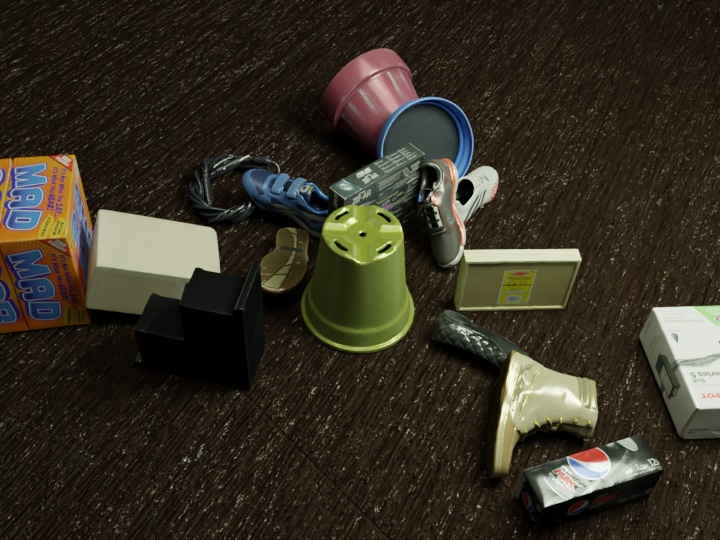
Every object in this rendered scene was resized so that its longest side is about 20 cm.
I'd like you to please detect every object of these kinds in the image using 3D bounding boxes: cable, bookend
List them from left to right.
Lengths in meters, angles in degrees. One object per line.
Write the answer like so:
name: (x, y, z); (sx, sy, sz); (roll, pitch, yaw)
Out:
bookend: (-0.254, 0.072, 1.208); (0.197, 0.200, 0.093); (10, 48, 6)
cable: (-0.254, -0.165, 1.533); (0.161, 0.051, 0.201); (19, 49, 10)

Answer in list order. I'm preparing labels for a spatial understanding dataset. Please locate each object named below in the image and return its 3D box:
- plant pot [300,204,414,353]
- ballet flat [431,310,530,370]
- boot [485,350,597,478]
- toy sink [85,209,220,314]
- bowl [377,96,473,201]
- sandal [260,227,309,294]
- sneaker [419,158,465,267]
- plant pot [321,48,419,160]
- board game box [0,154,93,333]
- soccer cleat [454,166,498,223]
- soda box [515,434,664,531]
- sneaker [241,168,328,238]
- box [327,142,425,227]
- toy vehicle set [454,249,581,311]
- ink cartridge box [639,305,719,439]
plant pot: (0.000, 0.000, 1.306); (0.197, 0.186, 0.202); (2, 46, -2)
ballet flat: (0.209, 0.133, 1.302); (0.199, 0.057, 0.066); (31, 24, 17)
boot: (0.274, 0.233, 1.187); (0.154, 0.073, 0.202); (19, 57, 1)
toy sink: (-0.347, -0.004, 1.318); (0.198, 0.113, 0.131); (8, 44, -24)
bowl: (0.124, -0.237, 1.537); (0.198, 0.203, 0.039); (-14, 25, -17)
sandal: (-0.132, -0.010, 1.402); (0.079, 0.055, 0.201); (12, 32, -1)
sneaker: (0.134, -0.105, 1.434); (0.081, 0.076, 0.203); (2, 79, -47)
plant pot: (0.047, -0.319, 1.619); (0.199, 0.201, 0.180); (-26, 68, -26)
board game box: (-0.555, -0.042, 1.291); (0.197, 0.201, 0.201); (-5, 47, -10)
soccer cleat: (0.217, -0.157, 1.538); (0.068, 0.086, 0.200); (28, 51, 21)
soda box: (0.325, 0.301, 1.125); (0.198, 0.071, 0.064); (-12, 45, -16)
sneaker: (-0.127, -0.142, 1.471); (0.198, 0.082, 0.074); (27, 53, -3)
box: (0.027, -0.121, 1.439); (0.199, 0.161, 0.043); (-33, 56, -29)
toy vehicle set: (0.265, 0.018, 1.351); (0.197, 0.125, 0.027); (-1, 46, -5)
ink cartridge box: (0.556, 0.159, 1.267); (0.143, 0.085, 0.202); (-1, 47, -6)
